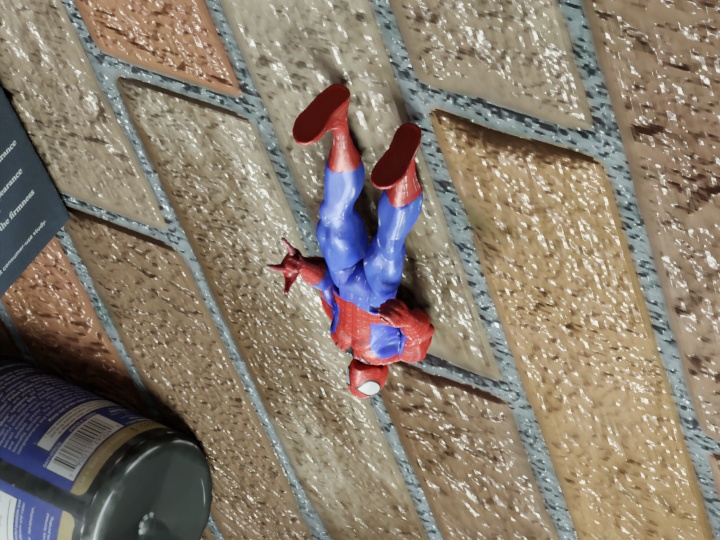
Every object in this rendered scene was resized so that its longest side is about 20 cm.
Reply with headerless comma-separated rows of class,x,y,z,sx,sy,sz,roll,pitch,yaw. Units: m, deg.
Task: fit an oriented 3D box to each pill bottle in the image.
pill bottle,-0.194,0.115,1.497,0.199,0.112,0.112,22,149,31

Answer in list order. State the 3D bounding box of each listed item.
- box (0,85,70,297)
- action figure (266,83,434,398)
box,-0.255,-0.055,1.266,0.104,0.148,0.201,19,147,35
action figure,0.000,0.000,1.144,0.065,0.052,0.200,25,153,18
